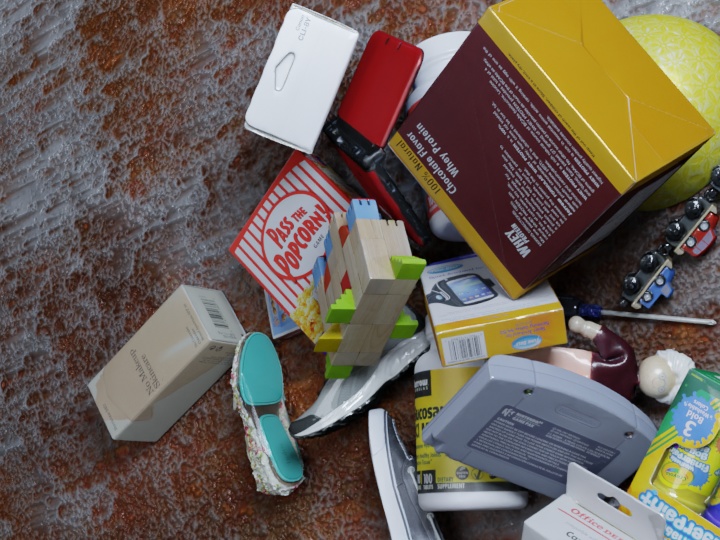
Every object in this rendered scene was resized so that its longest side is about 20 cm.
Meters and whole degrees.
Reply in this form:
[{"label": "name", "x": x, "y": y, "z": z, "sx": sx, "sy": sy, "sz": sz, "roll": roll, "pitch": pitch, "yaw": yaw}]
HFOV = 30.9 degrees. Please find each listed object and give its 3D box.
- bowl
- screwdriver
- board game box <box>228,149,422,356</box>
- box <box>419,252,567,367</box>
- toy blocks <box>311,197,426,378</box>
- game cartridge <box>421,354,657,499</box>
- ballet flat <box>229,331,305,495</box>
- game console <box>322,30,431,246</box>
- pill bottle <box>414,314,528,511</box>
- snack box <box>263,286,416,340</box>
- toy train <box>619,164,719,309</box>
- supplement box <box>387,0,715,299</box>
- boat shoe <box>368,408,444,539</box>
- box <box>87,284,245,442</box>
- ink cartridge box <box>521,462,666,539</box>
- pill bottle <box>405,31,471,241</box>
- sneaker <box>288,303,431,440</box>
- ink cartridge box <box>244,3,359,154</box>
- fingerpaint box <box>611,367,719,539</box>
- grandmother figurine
[{"label": "bowl", "x": 0.262, "y": -0.165, "z": 1.275, "sx": 0.200, "sy": 0.108, "sz": 0.201, "roll": -8, "pitch": 77, "yaw": 36}, {"label": "screwdriver", "x": 0.254, "y": 0.042, "z": 1.294, "sx": 0.200, "sy": 0.029, "sz": 0.028, "roll": 5, "pitch": 85, "yaw": 39}, {"label": "board game box", "x": -0.044, "y": -0.020, "z": 1.484, "sx": 0.200, "sy": 0.046, "sz": 0.152, "roll": 44, "pitch": 108, "yaw": 32}, {"label": "box", "x": 0.123, "y": 0.028, "z": 1.269, "sx": 0.119, "sy": 0.200, "sz": 0.042, "roll": -11, "pitch": 108, "yaw": 1}, {"label": "toy blocks", "x": 0.000, "y": 0.000, "z": 1.345, "sx": 0.200, "sy": 0.100, "sz": 0.137, "roll": 114, "pitch": 151, "yaw": -49}, {"label": "game cartridge", "x": 0.175, "y": 0.151, "z": 1.225, "sx": 0.133, "sy": 0.200, "sz": 0.041, "roll": -48, "pitch": 28, "yaw": 37}, {"label": "ballet flat", "x": -0.120, "y": 0.172, "z": 1.529, "sx": 0.064, "sy": 0.076, "sz": 0.200, "roll": -38, "pitch": 57, "yaw": 44}, {"label": "game console", "x": 0.041, "y": -0.143, "z": 1.387, "sx": 0.119, "sy": 0.172, "sz": 0.200, "roll": -37, "pitch": 21, "yaw": -1}, {"label": "pill bottle", "x": 0.111, "y": 0.143, "z": 1.330, "sx": 0.112, "sy": 0.112, "sz": 0.200, "roll": -10, "pitch": 76, "yaw": 35}, {"label": "snack box", "x": -0.028, "y": 0.018, "z": 1.512, "sx": 0.200, "sy": 0.024, "sz": 0.072, "roll": -23, "pitch": 70, "yaw": 32}, {"label": "toy train", "x": 0.320, "y": -0.038, "z": 1.254, "sx": 0.046, "sy": 0.034, "sz": 0.200, "roll": 38, "pitch": 106, "yaw": 4}, {"label": "supplement box", "x": 0.168, "y": -0.121, "z": 1.192, "sx": 0.197, "sy": 0.133, "sz": 0.200, "roll": 52, "pitch": 140, "yaw": 11}, {"label": "boat shoe", "x": 0.055, "y": 0.234, "z": 1.391, "sx": 0.068, "sy": 0.072, "sz": 0.200, "roll": -14, "pitch": 55, "yaw": 0}, {"label": "box", "x": -0.239, "y": 0.118, "z": 1.620, "sx": 0.200, "sy": 0.078, "sz": 0.095, "roll": -46, "pitch": 59, "yaw": 22}, {"label": "ink cartridge box", "x": 0.207, "y": 0.292, "z": 1.210, "sx": 0.116, "sy": 0.067, "sz": 0.200, "roll": 27, "pitch": 126, "yaw": 37}, {"label": "pill bottle", "x": 0.111, "y": -0.141, "z": 1.378, "sx": 0.116, "sy": 0.116, "sz": 0.200, "roll": -23, "pitch": 69, "yaw": 32}, {"label": "sneaker", "x": -0.004, "y": 0.113, "z": 1.430, "sx": 0.200, "sy": 0.074, "sz": 0.079, "roll": -42, "pitch": 77, "yaw": 8}, {"label": "ink cartridge box", "x": -0.068, "y": -0.214, "z": 1.473, "sx": 0.083, "sy": 0.200, "sz": 0.145, "roll": 21, "pitch": 96, "yaw": -6}, {"label": "fingerpaint box", "x": 0.351, "y": 0.207, "z": 1.163, "sx": 0.200, "sy": 0.073, "sz": 0.167, "roll": 32, "pitch": 102, "yaw": 36}, {"label": "grandmother figurine", "x": 0.220, "y": 0.105, "z": 1.246, "sx": 0.200, "sy": 0.061, "sz": 0.122, "roll": -2, "pitch": 117, "yaw": 4}]
